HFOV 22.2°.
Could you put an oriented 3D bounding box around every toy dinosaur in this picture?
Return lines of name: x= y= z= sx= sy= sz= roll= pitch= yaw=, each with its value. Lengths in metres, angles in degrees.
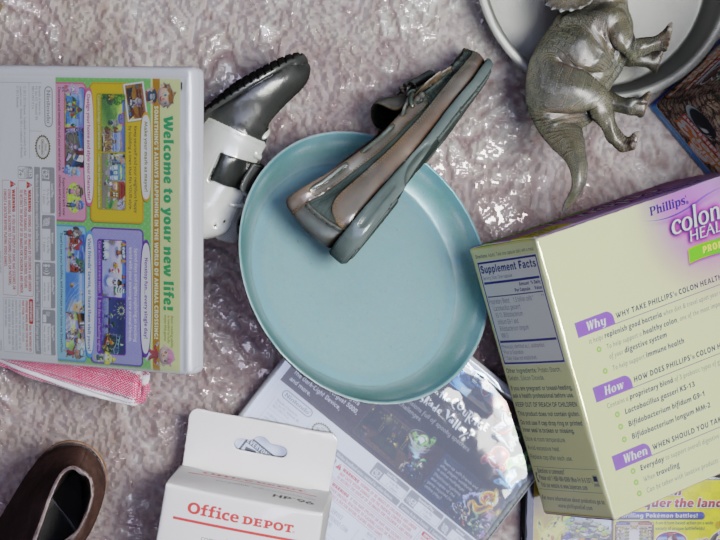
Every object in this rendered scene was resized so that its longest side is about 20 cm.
toy dinosaur: x=0.159 y=-0.142 z=1.304 sx=0.101 sy=0.077 sz=0.202 roll=19 pitch=94 yaw=4

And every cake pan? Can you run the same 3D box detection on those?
cake pan: x=0.177 y=-0.224 z=1.349 sx=0.198 sy=0.037 sz=0.203 roll=0 pitch=91 yaw=-8

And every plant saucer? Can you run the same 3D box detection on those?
plant saucer: x=0.000 y=0.000 z=1.299 sx=0.198 sy=0.027 sz=0.202 roll=11 pitch=66 yaw=-25

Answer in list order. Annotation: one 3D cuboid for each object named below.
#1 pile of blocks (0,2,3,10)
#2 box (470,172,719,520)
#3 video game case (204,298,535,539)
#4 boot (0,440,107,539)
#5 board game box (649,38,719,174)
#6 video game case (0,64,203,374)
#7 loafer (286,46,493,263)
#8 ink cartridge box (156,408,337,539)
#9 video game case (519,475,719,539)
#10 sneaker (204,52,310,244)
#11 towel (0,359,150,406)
pile of blocks: x=-0.296 y=-0.152 z=1.219 sx=0.062 sy=0.200 sz=0.082 roll=27 pitch=114 yaw=-7
box: x=0.196 y=0.052 z=1.304 sx=0.175 sy=0.096 sz=0.202 roll=-18 pitch=95 yaw=-25
video game case: x=0.019 y=0.128 z=1.334 sx=0.200 sy=0.023 sz=0.182 roll=39 pitch=87 yaw=1
boot: x=-0.233 y=0.209 z=1.240 sx=0.072 sy=0.166 sz=0.201 roll=26 pitch=88 yaw=-7
board game box: x=0.312 y=-0.094 z=1.288 sx=0.097 sy=0.200 sz=0.160 roll=-42 pitch=95 yaw=-4
video game case: x=-0.188 y=-0.036 z=1.235 sx=0.180 sy=0.022 sz=0.202 roll=3 pitch=96 yaw=23
loafer: x=0.023 y=-0.095 z=1.293 sx=0.063 sy=0.072 sz=0.200 roll=37 pitch=61 yaw=0
ink cartridge box: x=-0.087 y=0.209 z=1.289 sx=0.115 sy=0.068 sz=0.202 roll=10 pitch=96 yaw=3
video game case: x=0.217 y=0.238 z=1.370 sx=0.198 sy=0.025 sz=0.183 roll=1 pitch=91 yaw=-6
sneaker: x=-0.099 y=-0.069 z=1.302 sx=0.200 sy=0.074 sz=0.089 roll=-41 pitch=98 yaw=7
towel: x=-0.196 y=-0.019 z=1.268 sx=0.145 sy=0.030 sz=0.202 roll=15 pitch=102 yaw=20
